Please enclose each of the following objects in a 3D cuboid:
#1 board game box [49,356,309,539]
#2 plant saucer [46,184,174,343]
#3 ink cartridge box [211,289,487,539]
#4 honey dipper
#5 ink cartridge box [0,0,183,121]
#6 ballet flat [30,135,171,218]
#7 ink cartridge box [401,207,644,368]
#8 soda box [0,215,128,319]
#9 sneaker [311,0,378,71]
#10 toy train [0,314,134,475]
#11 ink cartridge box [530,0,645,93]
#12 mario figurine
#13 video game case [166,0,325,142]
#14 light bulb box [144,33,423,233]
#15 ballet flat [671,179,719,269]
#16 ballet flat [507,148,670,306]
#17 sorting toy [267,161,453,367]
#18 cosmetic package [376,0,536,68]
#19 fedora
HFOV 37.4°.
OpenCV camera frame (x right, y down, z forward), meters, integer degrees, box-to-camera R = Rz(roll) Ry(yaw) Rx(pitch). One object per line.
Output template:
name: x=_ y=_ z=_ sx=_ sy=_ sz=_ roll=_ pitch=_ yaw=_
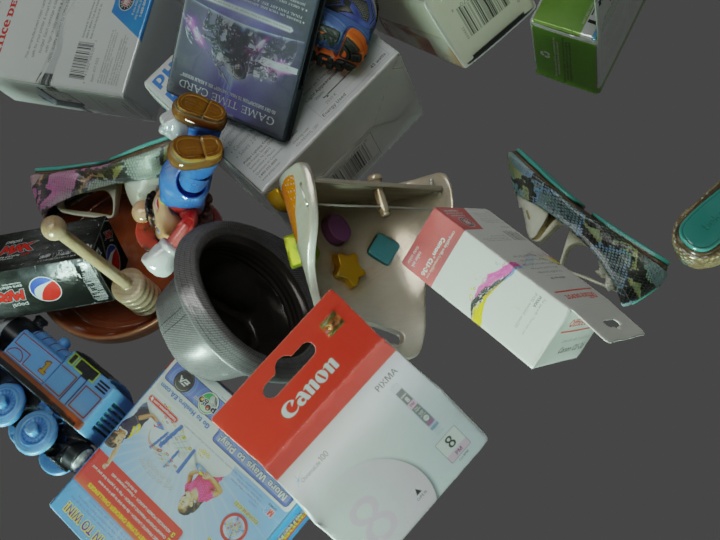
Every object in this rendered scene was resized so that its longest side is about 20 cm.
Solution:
board game box: x=-0.161 y=0.215 z=1.019 sx=0.200 sy=0.056 sz=0.196 roll=37 pitch=82 yaw=24
plant saucer: x=-0.256 y=-0.016 z=1.150 sx=0.199 sy=0.032 sz=0.201 roll=-5 pitch=67 yaw=13
ink cartridge box: x=-0.006 y=0.144 z=0.945 sx=0.163 sy=0.200 sz=0.057 roll=-47 pitch=25 yaw=-6
honey dipper: x=-0.246 y=-0.004 z=1.014 sx=0.038 sy=0.200 sz=0.038 roll=-5 pitch=69 yaw=13
ink cartridge box: x=-0.320 y=-0.265 z=1.228 sx=0.199 sy=0.086 sz=0.147 roll=11 pitch=79 yaw=20
ballet flat: x=-0.261 y=-0.093 z=1.133 sx=0.199 sy=0.069 sz=0.072 roll=-11 pitch=94 yaw=19
ink cartridge box: x=0.150 y=0.024 z=0.971 sx=0.200 sy=0.116 sz=0.068 roll=39 pitch=111 yaw=25
soda box: x=-0.349 y=0.002 z=1.103 sx=0.199 sy=0.064 sz=0.071 roll=-9 pitch=39 yaw=11
sneaker: x=-0.068 y=-0.261 z=1.046 sx=0.199 sy=0.075 sz=0.079 roll=26 pitch=63 yaw=17
toy train: x=-0.327 y=0.122 z=1.088 sx=0.200 sy=0.087 sz=0.114 roll=33 pitch=71 yaw=26
ink cartridge box: x=0.227 y=-0.292 z=1.037 sx=0.075 sy=0.200 sz=0.148 roll=23 pitch=76 yaw=22
mario figurine: x=-0.188 y=-0.077 z=1.034 sx=0.106 sy=0.200 sz=0.123 roll=36 pitch=53 yaw=9
video game case: x=-0.105 y=-0.240 z=1.000 sx=0.142 sy=0.019 sz=0.201 roll=25 pitch=115 yaw=19
light bulb box: x=-0.078 y=-0.180 z=1.115 sx=0.198 sy=0.125 sz=0.200 roll=-45 pitch=64 yaw=-5
ballet flat: x=0.367 y=-0.073 z=0.988 sx=0.200 sy=0.065 sz=0.071 roll=-36 pitch=66 yaw=-4
ballet flat: x=0.200 y=-0.039 z=1.021 sx=0.074 sy=0.074 sz=0.200 roll=-45 pitch=62 yaw=-5
sorting toy: x=0.000 y=0.000 z=1.015 sx=0.107 sy=0.199 sz=0.181 roll=-18 pitch=78 yaw=43
cosmetic package: x=0.075 y=-0.288 z=1.088 sx=0.103 sy=0.087 sz=0.200 roll=-41 pitch=34 yaw=-3
fedora: x=-0.122 y=0.045 z=1.027 sx=0.090 sy=0.200 sz=0.178 roll=-35 pitch=77 yaw=28
